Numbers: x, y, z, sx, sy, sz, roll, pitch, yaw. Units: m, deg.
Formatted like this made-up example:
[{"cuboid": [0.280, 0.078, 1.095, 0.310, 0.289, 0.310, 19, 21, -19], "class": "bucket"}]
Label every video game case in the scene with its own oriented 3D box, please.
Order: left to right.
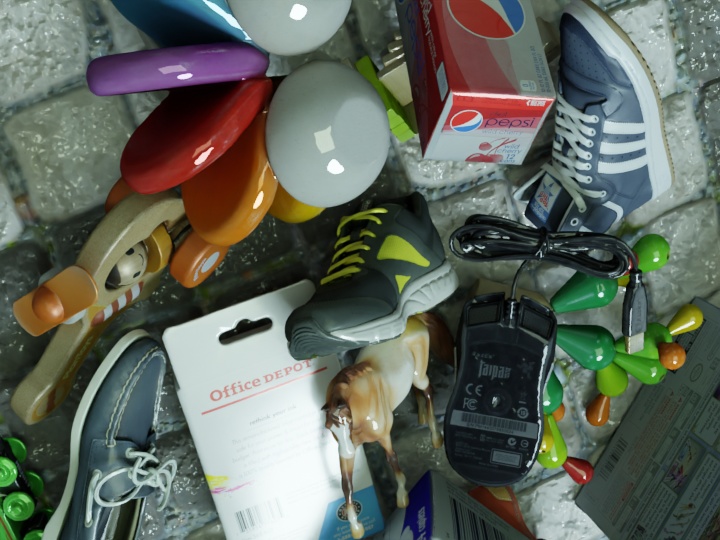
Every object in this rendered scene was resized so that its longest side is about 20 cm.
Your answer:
[{"cuboid": [0.264, 0.140, 0.803, 0.045, 0.181, 0.202, 27, 97, -19], "class": "video game case"}]

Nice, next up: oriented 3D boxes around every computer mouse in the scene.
[{"cuboid": [0.130, 0.058, 0.761, 0.137, 0.046, 0.204, 3, 107, 9], "class": "computer mouse"}]

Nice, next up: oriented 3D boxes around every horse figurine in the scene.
[{"cuboid": [0.023, 0.088, 0.754, 0.049, 0.200, 0.135, 2, 121, 30], "class": "horse figurine"}]

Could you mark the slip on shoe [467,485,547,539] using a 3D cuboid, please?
[{"cuboid": [0.140, 0.250, 0.864, 0.061, 0.074, 0.201, -39, 109, -14], "class": "slip on shoe"}]

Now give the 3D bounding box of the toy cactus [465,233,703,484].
[{"cuboid": [0.156, 0.058, 0.806, 0.162, 0.103, 0.202, 22, 116, -4], "class": "toy cactus"}]

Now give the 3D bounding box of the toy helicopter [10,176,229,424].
[{"cuboid": [-0.179, 0.028, 0.699, 0.079, 0.132, 0.201, 39, 112, 8], "class": "toy helicopter"}]

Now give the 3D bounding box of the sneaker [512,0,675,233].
[{"cuboid": [0.151, -0.089, 0.744, 0.108, 0.070, 0.200, -36, 140, 1], "class": "sneaker"}]

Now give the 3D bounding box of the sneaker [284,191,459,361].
[{"cuboid": [0.000, 0.000, 0.718, 0.073, 0.199, 0.086, -14, 97, 27], "class": "sneaker"}]

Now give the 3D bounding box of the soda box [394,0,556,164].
[{"cuboid": [0.063, -0.166, 0.669, 0.069, 0.203, 0.064, 1, 148, -14], "class": "soda box"}]

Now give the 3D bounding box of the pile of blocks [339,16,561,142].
[{"cuboid": [0.057, -0.121, 0.724, 0.197, 0.082, 0.063, -21, 66, -9], "class": "pile of blocks"}]

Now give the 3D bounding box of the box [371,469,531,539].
[{"cuboid": [0.063, 0.287, 0.779, 0.183, 0.105, 0.201, 35, 104, -9], "class": "box"}]

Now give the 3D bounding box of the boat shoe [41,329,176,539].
[{"cuboid": [-0.163, 0.142, 0.716, 0.061, 0.075, 0.203, 23, 95, 24], "class": "boat shoe"}]

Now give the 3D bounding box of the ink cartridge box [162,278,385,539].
[{"cuboid": [-0.065, 0.107, 0.771, 0.113, 0.068, 0.204, -18, 109, -10], "class": "ink cartridge box"}]

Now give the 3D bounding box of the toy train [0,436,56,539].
[{"cuboid": [-0.237, 0.210, 0.772, 0.055, 0.042, 0.203, -19, 109, 3], "class": "toy train"}]

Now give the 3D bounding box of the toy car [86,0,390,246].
[{"cuboid": [-0.088, -0.113, 0.633, 0.149, 0.174, 0.204, -25, 109, -34], "class": "toy car"}]
